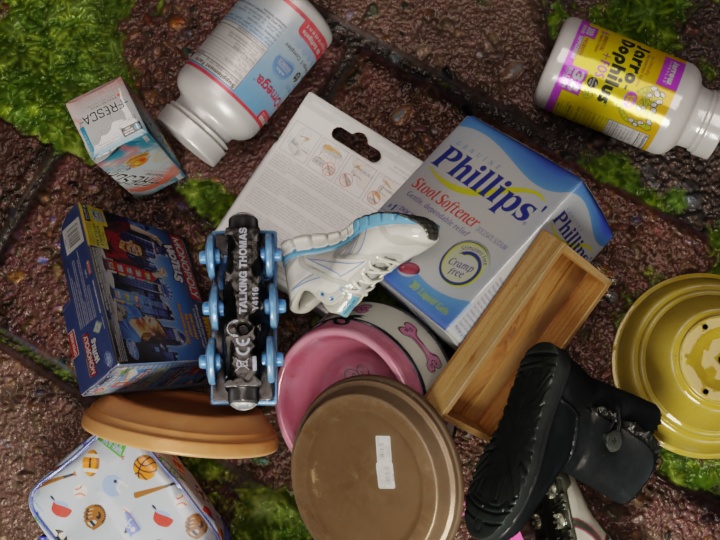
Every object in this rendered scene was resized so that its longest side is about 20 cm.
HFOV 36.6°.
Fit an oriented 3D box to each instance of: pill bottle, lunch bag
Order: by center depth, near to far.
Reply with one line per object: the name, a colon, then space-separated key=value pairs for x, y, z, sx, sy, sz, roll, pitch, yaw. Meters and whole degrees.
lunch bag: x=-0.248 y=0.265 z=1.154 sx=0.160 sy=0.076 sz=0.200 roll=-40 pitch=82 yaw=-1
pill bottle: x=0.296 y=-0.192 z=1.180 sx=0.199 sy=0.104 sz=0.105 roll=23 pitch=83 yaw=6
pill bottle: x=-0.130 y=-0.218 z=1.203 sx=0.109 sy=0.109 sz=0.200 roll=38 pitch=85 yaw=8

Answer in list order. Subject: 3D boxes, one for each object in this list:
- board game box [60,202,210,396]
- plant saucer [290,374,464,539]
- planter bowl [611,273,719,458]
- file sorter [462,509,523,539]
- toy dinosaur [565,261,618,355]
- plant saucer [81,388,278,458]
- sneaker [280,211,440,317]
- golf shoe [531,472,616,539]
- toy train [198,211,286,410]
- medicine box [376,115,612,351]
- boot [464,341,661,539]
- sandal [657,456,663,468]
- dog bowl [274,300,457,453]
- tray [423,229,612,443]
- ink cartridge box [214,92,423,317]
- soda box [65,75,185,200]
board game box: x=-0.216 y=0.047 z=1.147 sx=0.062 sy=0.199 sz=0.201 roll=-37 pitch=56 yaw=25
plant saucer: x=0.007 y=0.202 z=1.048 sx=0.199 sy=0.029 sz=0.202 roll=1 pitch=92 yaw=34
planter bowl: x=0.371 y=0.097 z=1.143 sx=0.199 sy=0.083 sz=0.202 roll=0 pitch=82 yaw=2
file sorter: x=0.121 y=0.333 z=1.092 sx=0.125 sy=0.139 sz=0.201 roll=-22 pitch=81 yaw=1
toy dinosaur: x=0.176 y=0.047 z=1.171 sx=0.199 sy=0.102 sz=0.137 roll=-16 pitch=65 yaw=22
plant saucer: x=-0.179 y=0.150 z=1.101 sx=0.199 sy=0.200 sz=0.038 roll=9 pitch=92 yaw=4
sneaker: x=0.000 y=0.000 z=1.074 sx=0.199 sy=0.075 sz=0.087 roll=-18 pitch=65 yaw=43
golf shoe: x=0.239 y=0.295 z=1.135 sx=0.088 sy=0.077 sz=0.201 roll=-13 pitch=82 yaw=-20
toy train: x=-0.118 y=0.045 z=1.107 sx=0.086 sy=0.114 sz=0.201 roll=-2 pitch=75 yaw=-3
medicine box: x=0.120 y=-0.030 z=1.123 sx=0.200 sy=0.103 sz=0.182 roll=-47 pitch=46 yaw=-4
boot: x=0.202 y=0.188 z=1.035 sx=0.168 sy=0.076 sz=0.201 roll=32 pitch=71 yaw=-25
sandal: x=0.219 y=0.178 z=1.151 sx=0.199 sy=0.082 sz=0.055 roll=21 pitch=102 yaw=-1
dog bowl: x=-0.003 y=0.135 z=1.114 sx=0.199 sy=0.074 sz=0.202 roll=4 pitch=99 yaw=30
tray: x=0.152 y=0.067 z=1.055 sx=0.201 sy=0.098 sz=0.037 roll=-56 pitch=44 yaw=4
ink cartridge box: x=-0.045 y=-0.069 z=1.208 sx=0.162 sy=0.057 sz=0.201 roll=32 pitch=80 yaw=7
soda box: x=-0.243 y=-0.134 z=1.150 sx=0.063 sy=0.200 sz=0.069 roll=-27 pitch=82 yaw=-1
